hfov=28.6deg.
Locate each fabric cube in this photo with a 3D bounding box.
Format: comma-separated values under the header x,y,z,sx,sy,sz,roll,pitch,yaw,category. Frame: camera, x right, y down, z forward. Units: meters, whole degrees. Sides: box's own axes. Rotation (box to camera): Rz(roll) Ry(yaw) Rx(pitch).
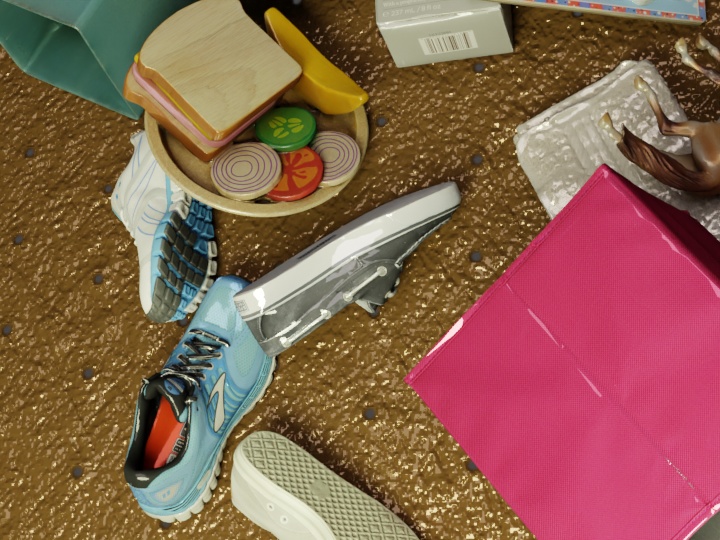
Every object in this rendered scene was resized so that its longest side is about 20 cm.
x,y,z,sx,sy,sz,roll,pitch,yaw,category
0.191,0.081,0.925,0.200,0.196,0.200,-48,63,16,fabric cube

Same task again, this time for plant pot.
x,y,z,sx,sy,sz,roll,pitch,yaw,category
-0.221,-0.270,1.243,0.141,0.141,0.201,23,72,23,plant pot

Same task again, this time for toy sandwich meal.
x,y,z,sx,sy,sz,roll,pitch,yaw,category
-0.086,-0.137,1.148,0.204,0.070,0.206,4,58,-7,toy sandwich meal

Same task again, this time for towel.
x,y,z,sx,sy,sz,roll,pitch,yaw,category
0.211,-0.059,1.084,0.132,0.034,0.201,-31,65,5,towel

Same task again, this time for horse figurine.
x,y,z,sx,sy,sz,roll,pitch,yaw,category
0.265,-0.110,1.050,0.132,0.050,0.200,41,56,17,horse figurine

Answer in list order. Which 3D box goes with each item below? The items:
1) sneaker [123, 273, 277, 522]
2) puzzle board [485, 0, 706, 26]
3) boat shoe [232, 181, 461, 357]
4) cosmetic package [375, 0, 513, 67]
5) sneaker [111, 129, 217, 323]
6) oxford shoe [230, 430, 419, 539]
x,y,z,sx,sy,sz,roll,pitch,yaw,category
-0.126,0.093,1.102,0.078,0.090,0.201,12,71,21,sneaker
0.179,-0.276,1.132,0.199,0.017,0.152,5,70,-11,puzzle board
0.000,0.000,1.113,0.199,0.072,0.068,-31,99,-11,boat shoe
0.068,-0.279,1.179,0.106,0.090,0.201,-8,72,12,cosmetic package
-0.169,-0.041,1.180,0.086,0.075,0.201,-13,54,23,sneaker
-0.019,0.199,1.053,0.200,0.075,0.058,37,126,17,oxford shoe
